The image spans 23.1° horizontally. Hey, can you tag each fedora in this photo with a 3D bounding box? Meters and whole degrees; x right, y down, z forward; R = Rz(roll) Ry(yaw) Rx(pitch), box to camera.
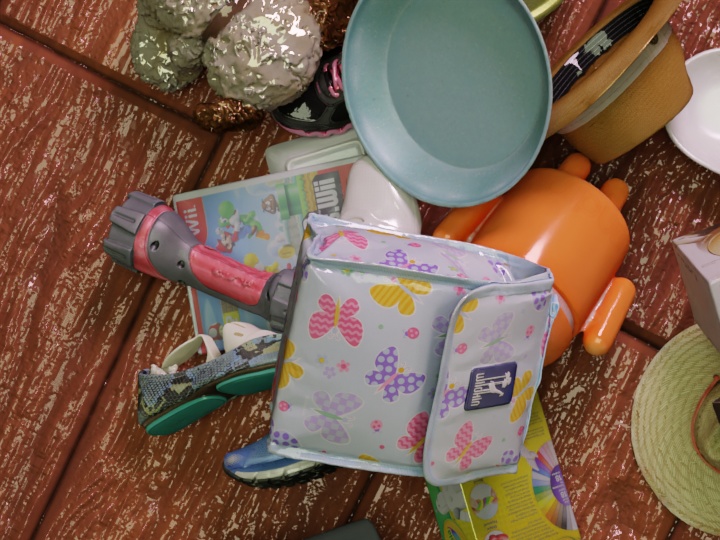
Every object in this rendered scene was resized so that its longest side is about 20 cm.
[{"bbox_3d":[0.212,-0.149,1.427,0.200,0.201,0.082,-43,101,4],"label":"fedora"}]

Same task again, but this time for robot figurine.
[{"bbox_3d":[0.142,-0.003,1.436,0.144,0.116,0.200,52,60,-30],"label":"robot figurine"}]

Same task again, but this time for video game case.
[{"bbox_3d":[-0.059,-0.014,1.515,0.199,0.017,0.144,-11,87,19],"label":"video game case"}]

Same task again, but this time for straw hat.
[{"bbox_3d":[0.319,0.124,1.433,0.200,0.085,0.202,-1,86,9],"label":"straw hat"}]

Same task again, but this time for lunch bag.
[{"bbox_3d":[0.041,0.063,1.328,0.199,0.127,0.170,11,109,-6],"label":"lunch bag"}]

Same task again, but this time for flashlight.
[{"bbox_3d":[-0.119,-0.004,1.491,0.199,0.068,0.068,21,102,19],"label":"flashlight"}]

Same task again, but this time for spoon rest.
[{"bbox_3d":[0.330,-0.095,1.459,0.099,0.061,0.200,-35,83,5],"label":"spoon rest"}]

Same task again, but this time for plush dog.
[{"bbox_3d":[-0.101,-0.211,1.473,0.200,0.160,0.172,-45,74,3],"label":"plush dog"}]

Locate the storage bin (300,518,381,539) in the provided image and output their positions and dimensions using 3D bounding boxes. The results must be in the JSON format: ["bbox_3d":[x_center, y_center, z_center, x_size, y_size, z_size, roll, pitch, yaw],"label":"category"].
[{"bbox_3d":[-0.030,0.308,1.465,0.134,0.146,0.201,-20,83,-20],"label":"storage bin"}]

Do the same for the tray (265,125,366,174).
[{"bbox_3d":[-0.010,-0.027,1.526,0.107,0.022,0.201,-16,85,6],"label":"tray"}]

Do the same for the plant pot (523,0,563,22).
[{"bbox_3d":[0.086,-0.321,1.409,0.199,0.185,0.201,-1,58,2],"label":"plant pot"}]

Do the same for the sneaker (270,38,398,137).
[{"bbox_3d":[0.011,-0.174,1.491,0.199,0.095,0.079,-18,78,7],"label":"sneaker"}]

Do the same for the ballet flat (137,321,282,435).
[{"bbox_3d":[-0.117,0.080,1.489,0.199,0.074,0.075,-22,83,29],"label":"ballet flat"}]

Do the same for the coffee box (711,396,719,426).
[{"bbox_3d":[0.374,0.107,1.363,0.080,0.200,0.114,-8,106,50],"label":"coffee box"}]

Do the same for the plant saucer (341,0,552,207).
[{"bbox_3d":[0.074,-0.151,1.390,0.199,0.036,0.201,12,111,34],"label":"plant saucer"}]

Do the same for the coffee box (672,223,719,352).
[{"bbox_3d":[0.360,-0.007,1.369,0.199,0.113,0.080,-19,109,2],"label":"coffee box"}]

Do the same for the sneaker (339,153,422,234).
[{"bbox_3d":[0.000,0.000,1.431,0.070,0.080,0.201,-5,78,43],"label":"sneaker"}]

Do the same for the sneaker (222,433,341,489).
[{"bbox_3d":[-0.029,0.122,1.501,0.199,0.079,0.089,-26,76,-2],"label":"sneaker"}]

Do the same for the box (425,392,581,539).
[{"bbox_3d":[0.111,0.169,1.454,0.048,0.117,0.201,-25,79,50],"label":"box"}]
